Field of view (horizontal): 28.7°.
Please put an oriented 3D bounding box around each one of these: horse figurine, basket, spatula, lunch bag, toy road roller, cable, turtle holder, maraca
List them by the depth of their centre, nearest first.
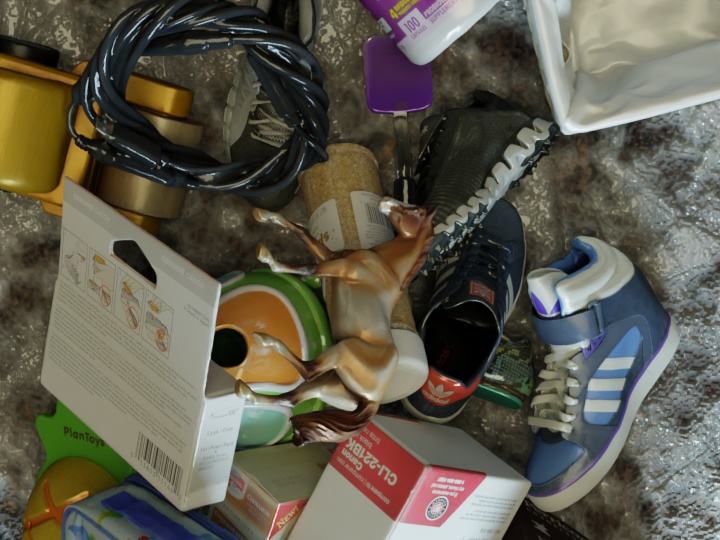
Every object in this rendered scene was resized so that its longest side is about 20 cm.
[{"bbox_3d":[-0.015,0.035,0.969,0.131,0.050,0.202,14,63,-21],"label":"horse figurine"},{"bbox_3d":[-0.134,0.243,1.004,0.082,0.199,0.163,-20,115,-35],"label":"lunch bag"},{"bbox_3d":[-0.106,-0.126,1.033,0.198,0.051,0.164,20,124,-26],"label":"cable"},{"bbox_3d":[-0.229,-0.100,1.080,0.198,0.146,0.124,16,99,-3],"label":"toy road roller"},{"bbox_3d":[0.226,-0.195,1.083,0.198,0.123,0.137,-15,98,1],"label":"basket"},{"bbox_3d":[-0.110,0.070,1.104,0.131,0.184,0.143,-8,100,-44],"label":"turtle holder"},{"bbox_3d":[-0.217,0.198,1.140,0.136,0.107,0.202,8,106,29],"label":"maraca"},{"bbox_3d":[0.035,-0.090,1.147,0.056,0.021,0.203,-3,100,6],"label":"spatula"}]

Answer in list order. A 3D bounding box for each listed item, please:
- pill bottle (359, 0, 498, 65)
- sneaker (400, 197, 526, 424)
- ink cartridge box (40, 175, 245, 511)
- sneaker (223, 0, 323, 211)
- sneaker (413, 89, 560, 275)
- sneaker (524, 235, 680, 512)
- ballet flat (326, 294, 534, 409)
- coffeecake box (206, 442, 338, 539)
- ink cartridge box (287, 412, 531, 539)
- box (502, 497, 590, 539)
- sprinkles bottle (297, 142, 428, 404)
[{"bbox_3d":[0.021,-0.266,1.076,0.112,0.112,0.200,-41,97,5],"label":"pill bottle"},{"bbox_3d":[0.091,0.019,1.097,0.074,0.085,0.202,19,65,-2],"label":"sneaker"},{"bbox_3d":[-0.157,0.047,1.021,0.044,0.199,0.178,-9,120,-43],"label":"ink cartridge box"},{"bbox_3d":[-0.071,-0.143,1.091,0.074,0.116,0.203,5,98,-1],"label":"sneaker"},{"bbox_3d":[0.070,-0.074,1.095,0.090,0.067,0.200,38,55,9],"label":"sneaker"},{"bbox_3d":[0.158,0.071,1.115,0.146,0.080,0.201,44,74,-25],"label":"sneaker"},{"bbox_3d":[0.049,0.056,1.156,0.198,0.074,0.075,17,98,-5],"label":"ballet flat"},{"bbox_3d":[-0.055,0.238,1.111,0.153,0.073,0.202,-3,118,-45],"label":"coffeecake box"},{"bbox_3d":[0.018,0.217,1.046,0.083,0.144,0.201,33,100,38],"label":"ink cartridge box"},{"bbox_3d":[0.148,0.309,1.119,0.165,0.200,0.165,33,97,-6],"label":"box"},{"bbox_3d":[0.000,0.000,1.075,0.067,0.068,0.202,-13,58,2],"label":"sprinkles bottle"}]
